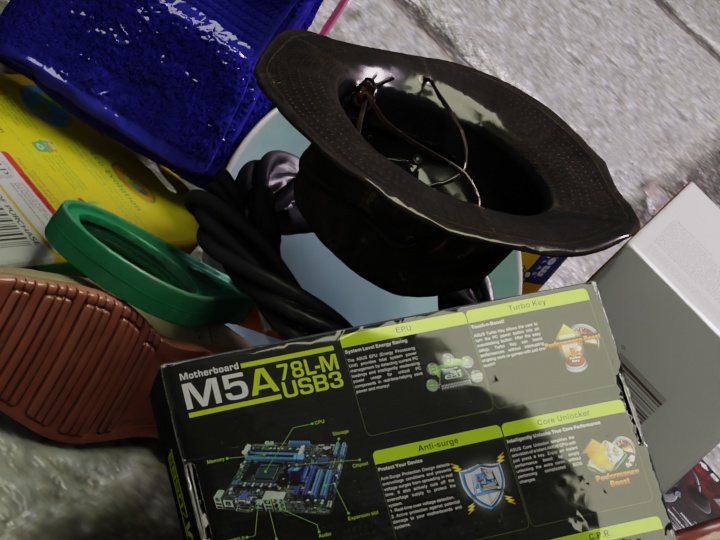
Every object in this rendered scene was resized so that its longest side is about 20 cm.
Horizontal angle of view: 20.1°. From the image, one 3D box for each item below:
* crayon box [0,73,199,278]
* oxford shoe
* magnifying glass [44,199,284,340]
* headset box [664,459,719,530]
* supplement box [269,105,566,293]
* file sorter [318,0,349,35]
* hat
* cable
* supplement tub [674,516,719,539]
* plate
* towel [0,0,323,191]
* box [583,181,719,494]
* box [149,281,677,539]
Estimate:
[{"bbox_3d":[-0.165,-0.037,1.005,0.127,0.051,0.200,49,25,18],"label":"crayon box"},{"bbox_3d":[-0.122,0.036,0.941,0.200,0.071,0.074,26,14,-46],"label":"oxford shoe"},{"bbox_3d":[-0.072,0.009,0.974,0.080,0.022,0.200,40,9,37],"label":"magnifying glass"},{"bbox_3d":[0.122,0.131,1.117,0.149,0.077,0.200,48,23,16],"label":"headset box"},{"bbox_3d":[0.030,-0.045,1.242,0.199,0.110,0.109,12,36,-47],"label":"supplement box"},{"bbox_3d":[-0.098,-0.187,1.179,0.139,0.126,0.200,34,3,17],"label":"file sorter"},{"bbox_3d":[0.030,-0.034,0.966,0.200,0.081,0.201,21,24,-10],"label":"hat"},{"bbox_3d":[-0.005,0.004,1.006,0.163,0.051,0.200,39,25,9],"label":"cable"},{"bbox_3d":[0.169,0.222,0.949,0.107,0.107,0.201,2,67,-56],"label":"supplement tub"},{"bbox_3d":[0.000,0.000,1.091,0.200,0.201,0.026,29,-17,-26],"label":"plate"},{"bbox_3d":[-0.081,-0.156,1.037,0.147,0.201,0.050,31,-4,-26],"label":"towel"},{"bbox_3d":[0.145,0.043,1.035,0.098,0.124,0.200,46,20,5],"label":"box"},{"bbox_3d":[0.030,0.115,0.841,0.199,0.048,0.194,-11,69,-16],"label":"box"}]
